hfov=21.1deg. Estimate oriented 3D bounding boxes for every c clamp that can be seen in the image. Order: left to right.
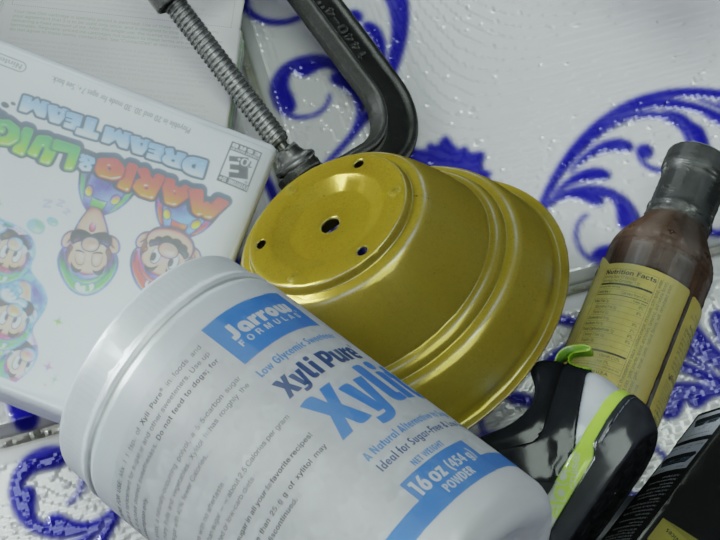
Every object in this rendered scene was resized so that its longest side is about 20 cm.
[{"bbox_3d":[-0.061,-0.118,1.090,0.200,0.027,0.171,49,47,0],"label":"c clamp"}]

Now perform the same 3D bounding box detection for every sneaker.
[{"bbox_3d":[0.065,0.127,0.955,0.083,0.072,0.200,35,82,22],"label":"sneaker"}]

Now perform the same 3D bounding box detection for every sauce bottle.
[{"bbox_3d":[0.155,0.021,1.056,0.064,0.065,0.201,23,65,8],"label":"sauce bottle"}]

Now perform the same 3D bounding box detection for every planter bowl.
[{"bbox_3d":[0.000,0.000,0.995,0.199,0.084,0.201,-20,41,18],"label":"planter bowl"}]

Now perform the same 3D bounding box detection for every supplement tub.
[{"bbox_3d":[-0.025,0.098,0.878,0.200,0.132,0.132,36,68,22],"label":"supplement tub"}]

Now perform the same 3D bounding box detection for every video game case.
[{"bbox_3d":[-0.166,-0.020,1.007,0.199,0.024,0.183,21,67,-1],"label":"video game case"}]

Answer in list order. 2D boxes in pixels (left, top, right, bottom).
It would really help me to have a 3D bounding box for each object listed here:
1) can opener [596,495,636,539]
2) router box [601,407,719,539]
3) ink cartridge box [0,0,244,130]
[{"bbox_3d":[0.083,0.126,1.009,0.199,0.053,0.067,-4,66,-6],"label":"can opener"},{"bbox_3d":[0.204,0.191,0.953,0.200,0.052,0.157,44,69,-3],"label":"router box"},{"bbox_3d":[-0.139,-0.137,1.127,0.145,0.048,0.201,6,59,0],"label":"ink cartridge box"}]
